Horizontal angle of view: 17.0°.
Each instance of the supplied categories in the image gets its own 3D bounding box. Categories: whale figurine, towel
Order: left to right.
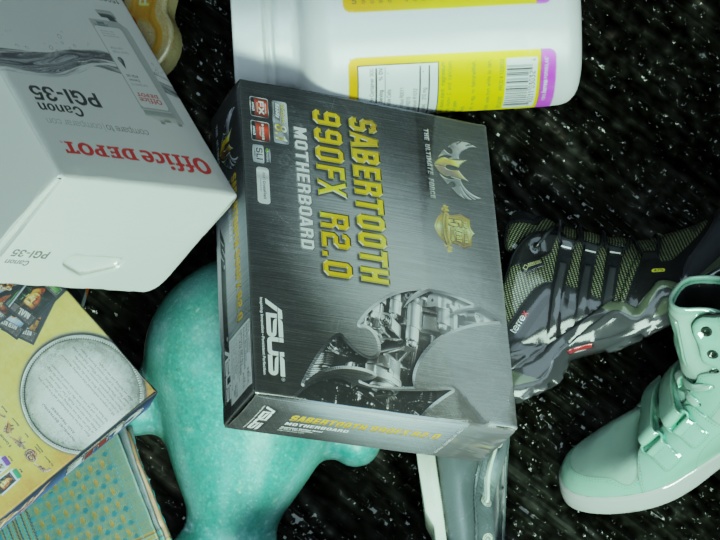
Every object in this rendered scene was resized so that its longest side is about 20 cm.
[{"bbox_3d":[-0.162,0.202,1.379,0.146,0.022,0.200,-22,87,18],"label":"towel"},{"bbox_3d":[-0.066,0.091,1.374,0.159,0.104,0.201,10,86,-2],"label":"whale figurine"}]

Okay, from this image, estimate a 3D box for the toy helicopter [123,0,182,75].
[{"bbox_3d":[-0.123,-0.205,1.411,0.132,0.079,0.201,5,73,18],"label":"toy helicopter"}]

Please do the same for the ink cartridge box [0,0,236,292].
[{"bbox_3d":[-0.177,-0.093,1.311,0.083,0.146,0.200,-45,62,27],"label":"ink cartridge box"}]

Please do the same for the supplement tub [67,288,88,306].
[{"bbox_3d":[-0.214,0.029,1.361,0.107,0.107,0.200,17,69,-1],"label":"supplement tub"}]

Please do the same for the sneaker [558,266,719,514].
[{"bbox_3d":[0.179,0.058,1.362,0.200,0.074,0.118,-28,122,21],"label":"sneaker"}]

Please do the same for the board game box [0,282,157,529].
[{"bbox_3d":[-0.225,0.035,1.281,0.135,0.035,0.200,-39,84,-22],"label":"board game box"}]

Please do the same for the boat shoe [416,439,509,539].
[{"bbox_3d":[0.075,0.179,1.388,0.062,0.073,0.201,-10,80,0],"label":"boat shoe"}]

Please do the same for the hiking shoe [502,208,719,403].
[{"bbox_3d":[0.130,0.001,1.405,0.200,0.076,0.101,-29,90,-4],"label":"hiking shoe"}]

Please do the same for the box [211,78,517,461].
[{"bbox_3d":[0.000,0.000,1.338,0.158,0.048,0.200,9,59,-22],"label":"box"}]

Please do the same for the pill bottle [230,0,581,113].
[{"bbox_3d":[0.025,-0.143,1.401,0.199,0.104,0.105,-3,84,-3],"label":"pill bottle"}]
